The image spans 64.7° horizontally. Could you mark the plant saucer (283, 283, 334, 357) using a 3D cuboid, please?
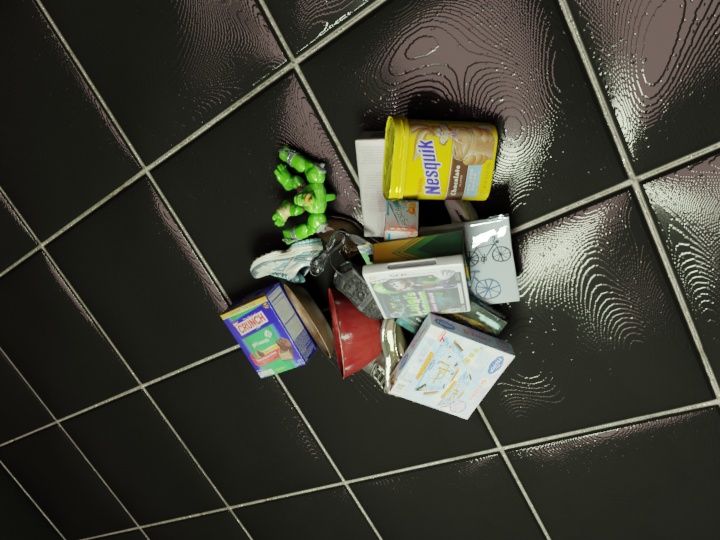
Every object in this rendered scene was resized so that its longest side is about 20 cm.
[{"bbox_3d":[-0.112,0.109,1.332,0.036,0.200,0.204,-32,105,-12],"label":"plant saucer"}]

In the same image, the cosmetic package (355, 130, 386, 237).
[{"bbox_3d":[0.053,-0.175,1.157,0.098,0.072,0.206,3,116,17],"label":"cosmetic package"}]

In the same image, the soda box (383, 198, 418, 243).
[{"bbox_3d":[0.075,-0.056,1.105,0.061,0.070,0.201,3,154,2],"label":"soda box"}]

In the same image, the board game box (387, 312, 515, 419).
[{"bbox_3d":[0.184,0.203,1.180,0.195,0.042,0.203,21,121,-13],"label":"board game box"}]

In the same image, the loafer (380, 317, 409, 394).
[{"bbox_3d":[0.087,0.174,1.248,0.067,0.075,0.206,0,107,17],"label":"loafer"}]

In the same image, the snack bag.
[{"bbox_3d":[0.212,-0.013,1.128,0.183,0.022,0.204,-7,121,17],"label":"snack bag"}]

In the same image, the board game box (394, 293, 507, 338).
[{"bbox_3d":[0.185,0.100,1.172,0.197,0.028,0.137,30,119,-8],"label":"board game box"}]

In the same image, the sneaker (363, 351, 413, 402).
[{"bbox_3d":[0.066,0.249,1.364,0.195,0.082,0.079,24,122,8],"label":"sneaker"}]

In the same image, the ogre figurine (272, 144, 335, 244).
[{"bbox_3d":[-0.123,-0.161,1.224,0.117,0.097,0.207,6,85,30],"label":"ogre figurine"}]

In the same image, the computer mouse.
[{"bbox_3d":[0.000,0.000,1.195,0.198,0.046,0.142,37,119,0],"label":"computer mouse"}]

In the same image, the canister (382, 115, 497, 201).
[{"bbox_3d":[0.145,-0.204,1.054,0.193,0.087,0.153,0,114,-10],"label":"canister"}]

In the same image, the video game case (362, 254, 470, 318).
[{"bbox_3d":[0.110,0.036,1.060,0.176,0.024,0.201,-6,152,13],"label":"video game case"}]

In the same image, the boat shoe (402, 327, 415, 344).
[{"bbox_3d":[0.133,0.124,1.289,0.071,0.076,0.205,-5,119,-12],"label":"boat shoe"}]

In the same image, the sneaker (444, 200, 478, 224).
[{"bbox_3d":[0.200,-0.055,1.159,0.113,0.076,0.202,-28,107,27],"label":"sneaker"}]

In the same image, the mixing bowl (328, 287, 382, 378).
[{"bbox_3d":[-0.007,0.133,1.290,0.105,0.201,0.206,-9,117,-8],"label":"mixing bowl"}]

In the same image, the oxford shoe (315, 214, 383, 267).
[{"bbox_3d":[-0.023,-0.059,1.241,0.196,0.085,0.074,27,124,8],"label":"oxford shoe"}]

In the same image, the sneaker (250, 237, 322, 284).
[{"bbox_3d":[-0.169,-0.007,1.305,0.196,0.077,0.089,-20,83,25],"label":"sneaker"}]

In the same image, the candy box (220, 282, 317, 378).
[{"bbox_3d":[-0.230,0.154,1.433,0.166,0.077,0.203,-21,105,32],"label":"candy box"}]

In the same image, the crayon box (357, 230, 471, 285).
[{"bbox_3d":[0.102,-0.008,1.060,0.194,0.053,0.126,-7,152,15],"label":"crayon box"}]
